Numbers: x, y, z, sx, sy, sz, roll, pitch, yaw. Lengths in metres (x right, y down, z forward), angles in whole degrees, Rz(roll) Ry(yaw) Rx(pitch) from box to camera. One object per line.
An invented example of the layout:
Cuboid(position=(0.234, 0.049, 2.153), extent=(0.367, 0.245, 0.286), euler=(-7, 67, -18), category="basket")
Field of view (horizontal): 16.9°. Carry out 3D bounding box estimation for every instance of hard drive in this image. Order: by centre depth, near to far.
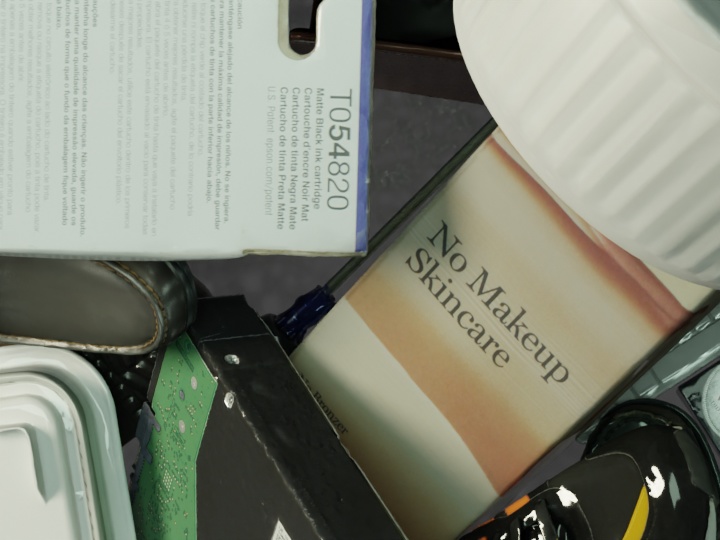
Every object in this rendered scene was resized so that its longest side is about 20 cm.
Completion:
Cuboid(position=(-0.031, 0.124, 0.911), extent=(0.038, 0.140, 0.200), euler=(-6, 41, -31), category="hard drive")

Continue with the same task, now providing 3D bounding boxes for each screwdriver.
Cuboid(position=(0.000, 0.000, 0.990), extent=(0.200, 0.028, 0.029), euler=(-41, 116, 12), category="screwdriver")

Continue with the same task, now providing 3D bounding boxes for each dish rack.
Cuboid(position=(-0.171, 0.137, 0.950), extent=(0.170, 0.044, 0.202), euler=(-8, 95, 7), category="dish rack")

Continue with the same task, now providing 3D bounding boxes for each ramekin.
Cuboid(position=(0.121, -0.083, 0.817), extent=(0.203, 0.202, 0.094), euler=(49, 126, 8), category="ramekin")

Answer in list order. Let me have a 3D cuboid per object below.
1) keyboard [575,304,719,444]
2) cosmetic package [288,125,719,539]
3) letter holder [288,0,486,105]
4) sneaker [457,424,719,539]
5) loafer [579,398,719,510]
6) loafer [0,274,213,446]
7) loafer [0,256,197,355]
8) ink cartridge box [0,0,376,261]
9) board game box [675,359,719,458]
Cuboid(position=(0.159, -0.005, 0.990), extent=(0.199, 0.011, 0.056), euler=(-33, 63, 3), category="keyboard")
Cuboid(position=(0.065, 0.010, 0.922), extent=(0.103, 0.087, 0.200), euler=(46, 123, 9), category="cosmetic package")
Cuboid(position=(0.073, -0.122, 0.952), extent=(0.198, 0.142, 0.101), euler=(9, 85, 7), category="letter holder")
Cuboid(position=(0.053, 0.126, 0.898), extent=(0.089, 0.200, 0.070), euler=(3, 53, -33), category="sneaker")
Cuboid(position=(0.107, 0.152, 0.950), extent=(0.071, 0.063, 0.202), euler=(4, 92, 18), category="loafer")
Cuboid(position=(-0.141, 0.059, 1.004), extent=(0.199, 0.071, 0.073), euler=(-29, 112, 8), category="loafer")
Cuboid(position=(-0.158, 0.001, 0.922), extent=(0.199, 0.072, 0.073), euler=(12, 126, 22), category="loafer")
Cuboid(position=(-0.093, -0.105, 0.860), extent=(0.198, 0.041, 0.201), euler=(2, 96, -3), category="ink cartridge box")
Cuboid(position=(0.236, 0.095, 0.967), extent=(0.135, 0.035, 0.201), euler=(-33, 82, 2), category="board game box")
